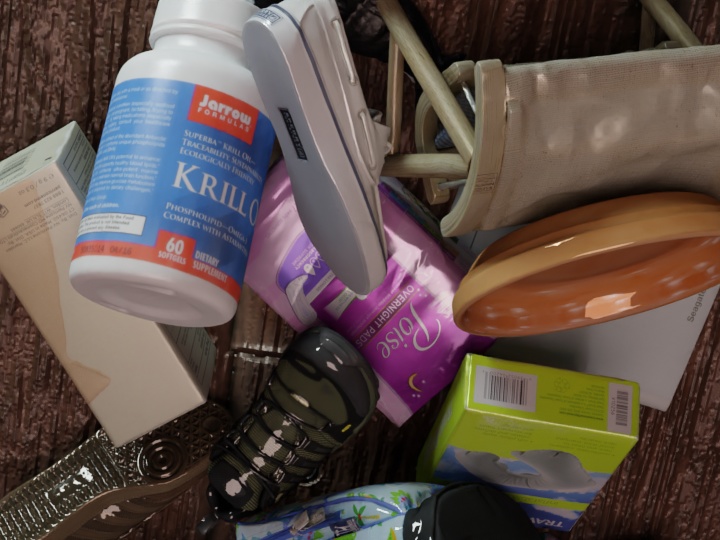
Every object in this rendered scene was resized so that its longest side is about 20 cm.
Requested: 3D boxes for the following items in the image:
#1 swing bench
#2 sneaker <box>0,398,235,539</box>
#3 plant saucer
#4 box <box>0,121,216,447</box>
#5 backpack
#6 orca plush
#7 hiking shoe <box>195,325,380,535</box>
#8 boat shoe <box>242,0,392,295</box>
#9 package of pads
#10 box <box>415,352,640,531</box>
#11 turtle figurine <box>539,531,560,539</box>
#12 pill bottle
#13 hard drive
[{"bbox_3d":[0.130,-0.099,1.130,0.197,0.200,0.131,-6,112,-17],"label":"swing bench"},{"bbox_3d":[-0.179,0.160,1.329,0.198,0.071,0.076,-26,149,-4],"label":"sneaker"},{"bbox_3d":[0.151,-0.005,1.126,0.198,0.200,0.038,-14,76,4],"label":"plant saucer"},{"bbox_3d":[-0.183,0.010,1.249,0.077,0.095,0.201,-26,108,10],"label":"box"},{"bbox_3d":[0.003,0.210,1.231,0.199,0.163,0.155,-37,71,24],"label":"backpack"},{"bbox_3d":[-0.019,-0.168,1.195,0.105,0.071,0.200,-39,107,13],"label":"orca plush"},{"bbox_3d":[-0.053,0.118,1.226,0.075,0.101,0.201,37,141,6],"label":"hiking shoe"},{"bbox_3d":[-0.011,-0.081,1.149,0.065,0.073,0.202,-31,121,-25],"label":"boat shoe"},{"bbox_3d":[0.000,0.000,1.242,0.200,0.076,0.121,43,110,-4],"label":"package of pads"},{"bbox_3d":[0.110,0.128,1.262,0.121,0.048,0.200,10,151,-5],"label":"box"},{"bbox_3d":[0.207,0.252,1.350,0.198,0.101,0.150,23,150,-8],"label":"turtle figurine"},{"bbox_3d":[-0.114,-0.074,1.169,0.111,0.112,0.202,12,75,-6],"label":"pill bottle"},{"bbox_3d":[0.150,0.012,1.291,0.198,0.027,0.133,17,109,-8],"label":"hard drive"}]
